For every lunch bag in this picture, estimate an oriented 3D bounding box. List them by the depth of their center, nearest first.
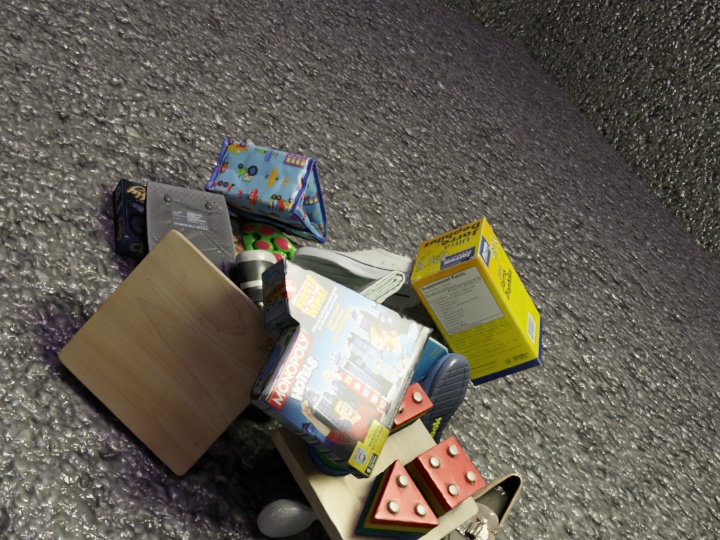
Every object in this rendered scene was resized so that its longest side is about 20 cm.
[{"bbox_3d":[-0.135,-0.108,1.385,0.150,0.094,0.200,15,-18,14],"label":"lunch bag"}]

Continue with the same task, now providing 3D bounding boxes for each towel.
[{"bbox_3d":[-0.042,0.066,1.200,0.149,0.200,0.031,-31,92,-41],"label":"towel"}]

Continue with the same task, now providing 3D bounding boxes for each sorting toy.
[{"bbox_3d":[-0.206,0.094,1.023,0.200,0.199,0.070,43,1,5],"label":"sorting toy"},{"bbox_3d":[0.033,0.228,1.025,0.198,0.070,0.200,-18,67,-44],"label":"sorting toy"}]

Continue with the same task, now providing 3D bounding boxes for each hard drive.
[{"bbox_3d":[-0.241,-0.022,1.228,0.135,0.042,0.201,8,59,-37],"label":"hard drive"}]

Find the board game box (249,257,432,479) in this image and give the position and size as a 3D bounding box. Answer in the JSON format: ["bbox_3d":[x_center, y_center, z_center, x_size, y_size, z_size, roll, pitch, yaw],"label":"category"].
[{"bbox_3d":[-0.042,0.092,0.959,0.200,0.062,0.200,38,54,-15],"label":"board game box"}]

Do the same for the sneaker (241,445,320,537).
[{"bbox_3d":[-0.052,0.251,1.067,0.200,0.076,0.114,4,45,-42],"label":"sneaker"}]

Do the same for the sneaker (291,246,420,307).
[{"bbox_3d":[0.000,0.000,1.284,0.199,0.073,0.071,16,42,5],"label":"sneaker"}]

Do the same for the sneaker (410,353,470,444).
[{"bbox_3d":[0.081,0.183,1.201,0.074,0.200,0.082,-2,38,-39],"label":"sneaker"}]

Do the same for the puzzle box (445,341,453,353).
[{"bbox_3d":[0.122,0.140,1.366,0.025,0.133,0.200,36,29,-2],"label":"puzzle box"}]

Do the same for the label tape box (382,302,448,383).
[{"bbox_3d":[0.050,0.114,1.312,0.066,0.143,0.200,21,32,-28],"label":"label tape box"}]

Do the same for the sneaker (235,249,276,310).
[{"bbox_3d":[-0.128,0.051,1.282,0.200,0.073,0.112,39,45,-65],"label":"sneaker"}]

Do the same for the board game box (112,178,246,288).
[{"bbox_3d":[-0.267,-0.054,1.312,0.199,0.035,0.136,18,35,-32],"label":"board game box"}]

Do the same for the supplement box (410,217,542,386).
[{"bbox_3d":[0.171,0.046,1.260,0.200,0.109,0.110,58,26,-23],"label":"supplement box"}]

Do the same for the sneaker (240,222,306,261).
[{"bbox_3d":[-0.109,-0.012,1.410,0.199,0.077,0.084,26,-9,-4],"label":"sneaker"}]

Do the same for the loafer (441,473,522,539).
[{"bbox_3d":[0.168,0.335,1.209,0.072,0.063,0.200,44,29,12],"label":"loafer"}]

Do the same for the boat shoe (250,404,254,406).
[{"bbox_3d":[-0.162,0.140,1.123,0.199,0.064,0.072,23,67,-18],"label":"boat shoe"}]
